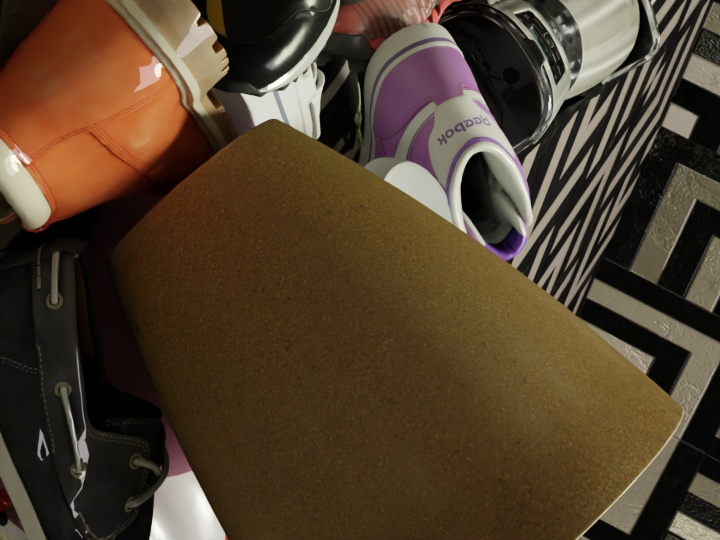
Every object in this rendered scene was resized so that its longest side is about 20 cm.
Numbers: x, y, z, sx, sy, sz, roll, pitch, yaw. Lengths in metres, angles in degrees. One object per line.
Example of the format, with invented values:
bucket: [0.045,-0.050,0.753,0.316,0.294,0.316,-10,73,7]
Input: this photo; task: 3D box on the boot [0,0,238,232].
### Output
boot: [-0.109,-0.056,0.783,0.107,0.075,0.200,-42,171,-7]

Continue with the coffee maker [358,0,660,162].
coffee maker: [0.077,-0.117,1.262,0.200,0.135,0.192,-38,165,-54]

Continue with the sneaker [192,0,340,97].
sneaker: [-0.028,-0.171,0.838,0.090,0.070,0.200,89,21,-61]

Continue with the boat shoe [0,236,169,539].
boat shoe: [-0.108,0.082,0.799,0.072,0.068,0.200,-109,180,-71]

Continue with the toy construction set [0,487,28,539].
toy construction set: [-0.154,0.156,0.830,0.092,0.131,0.200,-26,126,-7]

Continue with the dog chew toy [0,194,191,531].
dog chew toy: [-0.097,0.039,0.916,0.200,0.125,0.125,-53,168,-6]

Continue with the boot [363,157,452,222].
boot: [0.000,0.000,1.015,0.074,0.096,0.200,-66,154,-22]

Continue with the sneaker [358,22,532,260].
sneaker: [0.049,-0.032,1.083,0.073,0.114,0.201,-27,152,-7]

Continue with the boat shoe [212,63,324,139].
boat shoe: [-0.045,-0.081,0.968,0.065,0.074,0.200,-55,169,-15]

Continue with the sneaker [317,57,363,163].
sneaker: [-0.008,-0.054,1.180,0.072,0.083,0.200,-57,168,-30]

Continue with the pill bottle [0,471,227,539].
pill bottle: [-0.102,0.099,1.037,0.200,0.112,0.112,-51,164,-48]

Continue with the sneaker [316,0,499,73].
sneaker: [0.028,-0.179,1.089,0.200,0.071,0.098,-37,138,-43]

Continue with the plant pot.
plant pot: [-0.003,0.041,0.800,0.186,0.200,0.186,-40,179,-1]
